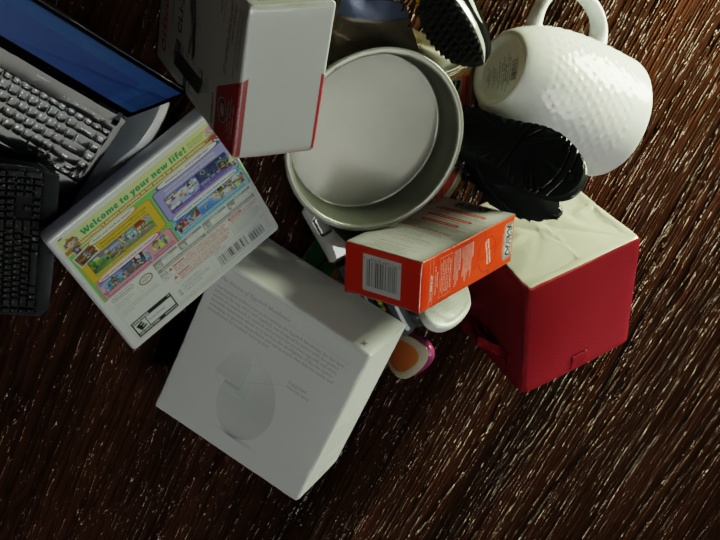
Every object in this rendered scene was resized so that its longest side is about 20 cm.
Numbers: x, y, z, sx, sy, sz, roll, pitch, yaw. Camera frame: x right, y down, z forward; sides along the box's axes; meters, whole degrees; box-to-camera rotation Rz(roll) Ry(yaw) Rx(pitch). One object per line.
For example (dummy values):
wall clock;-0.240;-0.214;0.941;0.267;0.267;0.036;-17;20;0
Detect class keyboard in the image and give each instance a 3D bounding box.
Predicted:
keyboard;-0.355;-0.030;1.162;0.126;0.021;0.201;7;133;-11

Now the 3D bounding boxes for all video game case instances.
video game case;-0.192;-0.040;1.212;0.200;0.022;0.183;-40;139;-11

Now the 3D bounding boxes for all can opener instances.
can opener;0.000;0.000;1.369;0.053;0.067;0.201;-29;108;3

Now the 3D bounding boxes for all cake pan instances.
cake pan;0.010;-0.139;1.268;0.198;0.037;0.202;-11;121;-19

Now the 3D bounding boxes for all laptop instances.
laptop;-0.285;-0.137;1.074;0.177;0.103;0.201;30;104;-32

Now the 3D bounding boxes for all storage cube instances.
storage cube;0.232;0.012;1.571;0.199;0.171;0.181;-22;135;-20

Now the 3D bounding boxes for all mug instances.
mug;0.228;-0.228;1.402;0.174;0.147;0.202;16;86;-34

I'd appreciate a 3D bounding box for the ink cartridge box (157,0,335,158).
ink cartridge box;-0.109;-0.216;1.097;0.083;0.200;0.145;-9;130;-27

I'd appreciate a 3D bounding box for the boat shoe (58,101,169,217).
boat shoe;-0.241;-0.100;1.198;0.201;0.070;0.066;-56;155;11

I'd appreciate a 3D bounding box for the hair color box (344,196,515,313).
hair color box;0.078;-0.021;1.336;0.199;0.101;0.062;-26;125;-50

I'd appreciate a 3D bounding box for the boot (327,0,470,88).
boot;0.044;-0.249;1.279;0.198;0.075;0.098;-11;133;-28

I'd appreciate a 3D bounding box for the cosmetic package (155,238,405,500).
cosmetic package;-0.089;0.103;1.361;0.201;0.198;0.123;-63;167;24

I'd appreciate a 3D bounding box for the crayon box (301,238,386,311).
crayon box;-0.019;0.017;1.467;0.118;0.058;0.201;21;110;-45

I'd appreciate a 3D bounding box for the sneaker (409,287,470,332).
sneaker;0.079;0.044;1.485;0.070;0.200;0.100;29;116;-10

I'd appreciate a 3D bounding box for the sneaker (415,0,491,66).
sneaker;0.091;-0.303;1.242;0.090;0.070;0.200;-54;125;-25

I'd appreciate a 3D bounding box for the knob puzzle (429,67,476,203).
knob puzzle;0.066;-0.131;1.378;0.218;0.030;0.222;-20;122;-35

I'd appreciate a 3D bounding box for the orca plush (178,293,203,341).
orca plush;-0.199;0.007;1.311;0.105;0.071;0.201;-23;135;-20

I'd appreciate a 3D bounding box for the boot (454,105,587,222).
boot;0.186;-0.102;1.366;0.074;0.197;0.162;-56;145;-8

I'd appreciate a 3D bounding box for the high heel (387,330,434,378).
high heel;0.063;0.091;1.512;0.095;0.068;0.200;-17;178;-25
